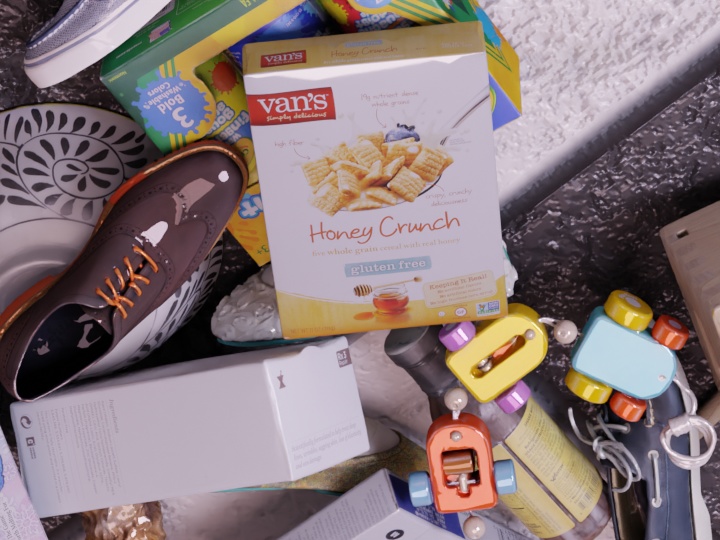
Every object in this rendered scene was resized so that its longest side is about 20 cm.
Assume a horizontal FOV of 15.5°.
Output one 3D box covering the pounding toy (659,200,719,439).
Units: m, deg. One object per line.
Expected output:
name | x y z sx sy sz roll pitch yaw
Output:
pounding toy | 0.284 0.036 1.687 0.184 0.142 0.200 -24 124 1

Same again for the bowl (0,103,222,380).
bowl | -0.190 0.002 1.684 0.200 0.094 0.201 1 124 1

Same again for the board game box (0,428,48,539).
board game box | -0.269 0.102 1.696 0.043 0.200 0.200 -30 125 -16

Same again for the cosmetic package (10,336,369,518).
cosmetic package | -0.109 0.100 1.690 0.199 0.113 0.081 -9 93 30

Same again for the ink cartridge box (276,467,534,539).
ink cartridge box | 0.002 0.225 1.820 0.200 0.041 0.199 -34 142 24

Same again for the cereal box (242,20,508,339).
cereal box | 0.011 -0.052 1.585 0.143 0.040 0.201 -6 129 3

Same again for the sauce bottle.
sauce bottle | 0.092 0.104 1.765 0.065 0.065 0.200 -30 118 21

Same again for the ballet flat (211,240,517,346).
ballet flat | 0.000 0.000 1.698 0.199 0.072 0.072 -8 125 -2

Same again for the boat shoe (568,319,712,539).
boat shoe | 0.182 0.121 1.749 0.062 0.075 0.201 -20 116 -19

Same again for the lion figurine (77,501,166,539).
lion figurine | -0.162 0.238 1.807 0.072 0.201 0.123 -2 153 -28

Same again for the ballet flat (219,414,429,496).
ballet flat | -0.036 0.118 1.780 0.199 0.071 0.071 2 125 0

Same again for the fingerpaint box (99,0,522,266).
fingerpaint box | -0.028 -0.121 1.605 0.200 0.073 0.167 -29 120 20

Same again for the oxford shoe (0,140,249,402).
oxford shoe | -0.139 0.006 1.592 0.071 0.073 0.200 40 99 -22

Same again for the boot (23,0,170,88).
boot | -0.141 -0.198 1.566 0.200 0.073 0.090 -36 109 16

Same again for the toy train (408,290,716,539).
toy train | 0.121 0.084 1.692 0.199 0.056 0.151 -12 111 8
